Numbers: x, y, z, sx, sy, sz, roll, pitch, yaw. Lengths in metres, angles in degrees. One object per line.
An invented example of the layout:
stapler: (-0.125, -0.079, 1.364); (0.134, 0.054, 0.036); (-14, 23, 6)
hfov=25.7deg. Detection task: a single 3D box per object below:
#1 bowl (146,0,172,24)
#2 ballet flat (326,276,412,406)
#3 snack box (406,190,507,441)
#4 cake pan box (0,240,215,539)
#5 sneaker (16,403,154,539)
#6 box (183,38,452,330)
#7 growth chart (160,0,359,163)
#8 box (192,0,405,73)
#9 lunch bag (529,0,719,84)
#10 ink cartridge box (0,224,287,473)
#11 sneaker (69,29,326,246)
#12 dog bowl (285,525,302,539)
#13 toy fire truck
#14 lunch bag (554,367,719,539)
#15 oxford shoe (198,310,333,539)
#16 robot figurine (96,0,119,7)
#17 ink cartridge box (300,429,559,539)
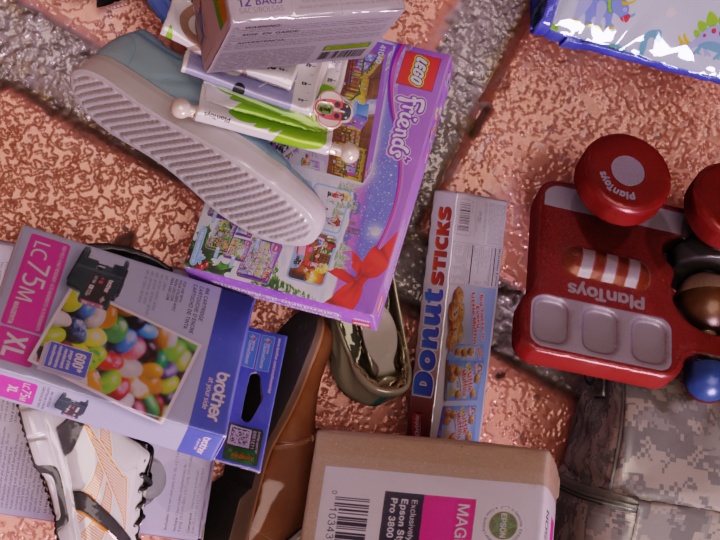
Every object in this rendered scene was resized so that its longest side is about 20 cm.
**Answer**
bowl: (-0.060, -0.236, 1.075); (0.201, 0.039, 0.201); (0, 91, -11)
ballet flat: (0.000, 0.000, 1.138); (0.069, 0.069, 0.200); (-13, 94, -9)
snack box: (0.070, 0.044, 1.151); (0.024, 0.072, 0.200); (7, 91, 35)
cake pan box: (-0.188, 0.081, 1.117); (0.184, 0.052, 0.200); (8, 91, -12)
sneaker: (-0.170, 0.158, 1.062); (0.080, 0.074, 0.200); (-16, 96, -11)
box: (-0.027, -0.071, 1.102); (0.137, 0.039, 0.200); (15, 74, 9)
growth chart: (-0.062, -0.177, 1.033); (0.145, 0.018, 0.200); (9, 78, -13)
box: (-0.053, -0.236, 0.983); (0.112, 0.101, 0.200); (-7, 82, -16)
lunch bag: (0.218, -0.243, 1.138); (0.170, 0.127, 0.200); (13, 80, -10)
ink cartridge box: (-0.147, 0.052, 1.049); (0.200, 0.042, 0.119); (20, 49, -12)
sneaker: (-0.094, -0.099, 1.060); (0.200, 0.074, 0.082); (37, 60, 5)
dog bowl: (0.022, 0.265, 1.112); (0.200, 0.074, 0.200); (-4, 68, 9)
toy fire truck: (0.207, 0.010, 1.118); (0.200, 0.112, 0.168); (14, 60, -9)
lunch bag: (0.247, 0.150, 1.148); (0.200, 0.139, 0.168); (11, 90, -11)
oxford shoe: (-0.054, 0.126, 1.140); (0.071, 0.071, 0.200); (17, 95, -28)
robot figurine: (-0.146, -0.265, 1.107); (0.200, 0.058, 0.145); (-9, 92, -10)
ink cartridge box: (0.041, 0.214, 1.049); (0.165, 0.075, 0.200); (3, 68, 12)
